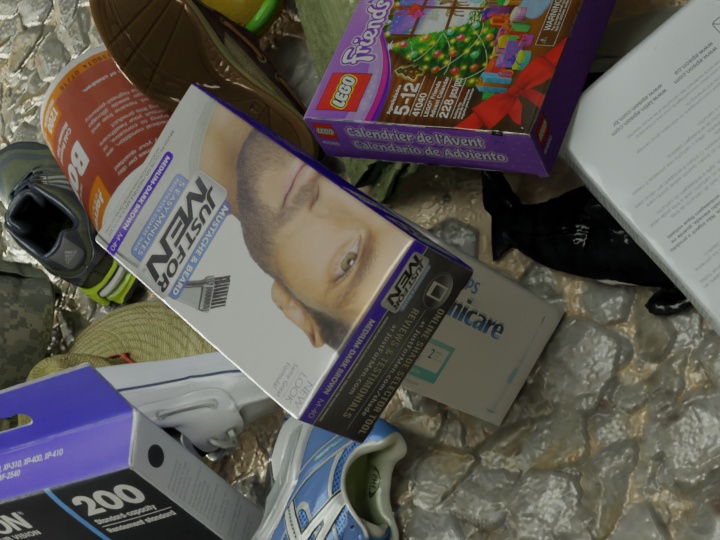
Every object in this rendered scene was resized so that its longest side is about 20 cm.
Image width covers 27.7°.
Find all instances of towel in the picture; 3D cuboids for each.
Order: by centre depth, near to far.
[{"bbox_3d":[0.002,-0.153,0.941,0.148,0.036,0.200,135,119,-68],"label":"towel"}]

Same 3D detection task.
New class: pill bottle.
[{"bbox_3d":[-0.144,-0.065,1.040,0.112,0.112,0.200,-46,51,13],"label":"pill bottle"}]

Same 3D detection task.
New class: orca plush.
[{"bbox_3d":[0.146,-0.040,0.840,0.200,0.071,0.105,18,84,40],"label":"orca plush"}]

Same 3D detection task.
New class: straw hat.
[{"bbox_3d":[-0.192,0.099,1.027,0.201,0.085,0.201,-15,64,32],"label":"straw hat"}]

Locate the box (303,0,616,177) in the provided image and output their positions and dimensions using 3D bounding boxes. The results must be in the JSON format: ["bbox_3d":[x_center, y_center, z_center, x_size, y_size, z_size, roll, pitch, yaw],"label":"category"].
[{"bbox_3d":[0.068,-0.147,0.815,0.137,0.039,0.200,7,60,30],"label":"box"}]

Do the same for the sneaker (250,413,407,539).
[{"bbox_3d":[-0.025,0.176,0.879,0.077,0.076,0.200,-1,73,41],"label":"sneaker"}]

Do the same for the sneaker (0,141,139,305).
[{"bbox_3d":[-0.240,-0.050,1.124,0.200,0.081,0.074,38,96,42],"label":"sneaker"}]

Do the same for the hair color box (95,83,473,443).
[{"bbox_3d":[-0.047,-0.009,0.789,0.200,0.065,0.109,36,96,38],"label":"hair color box"}]

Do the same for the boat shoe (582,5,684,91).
[{"bbox_3d":[0.147,-0.111,0.876,0.200,0.060,0.074,-7,28,29],"label":"boat shoe"}]

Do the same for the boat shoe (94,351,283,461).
[{"bbox_3d":[-0.103,0.092,0.946,0.200,0.074,0.065,-9,71,7],"label":"boat shoe"}]

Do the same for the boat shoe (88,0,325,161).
[{"bbox_3d":[-0.101,-0.141,1.013,0.200,0.072,0.072,41,114,3],"label":"boat shoe"}]

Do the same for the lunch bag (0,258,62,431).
[{"bbox_3d":[-0.335,0.056,1.078,0.139,0.200,0.168,35,102,48],"label":"lunch bag"}]

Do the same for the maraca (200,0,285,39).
[{"bbox_3d":[-0.119,-0.241,1.092,0.137,0.107,0.200,-29,59,14],"label":"maraca"}]

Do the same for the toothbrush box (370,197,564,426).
[{"bbox_3d":[0.000,0.000,0.886,0.200,0.146,0.085,31,93,39],"label":"toothbrush box"}]

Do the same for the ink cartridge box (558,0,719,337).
[{"bbox_3d":[0.234,-0.064,0.765,0.196,0.043,0.200,-40,75,3],"label":"ink cartridge box"}]

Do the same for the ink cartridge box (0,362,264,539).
[{"bbox_3d":[-0.184,0.150,0.929,0.198,0.200,0.043,-19,41,30],"label":"ink cartridge box"}]
